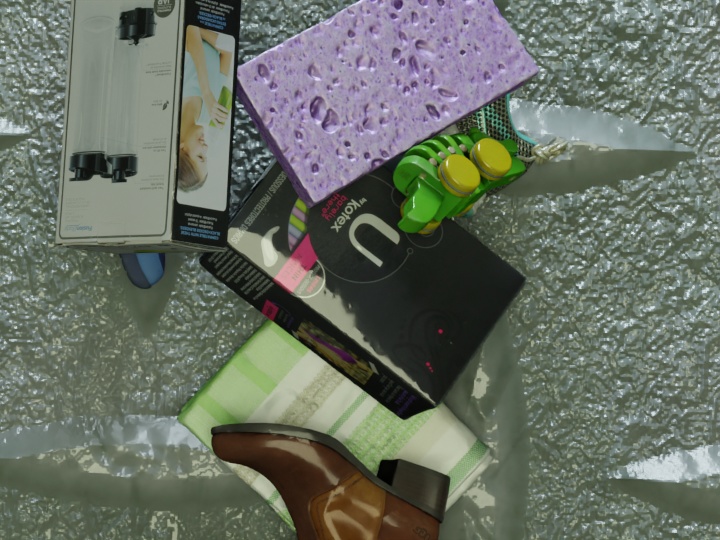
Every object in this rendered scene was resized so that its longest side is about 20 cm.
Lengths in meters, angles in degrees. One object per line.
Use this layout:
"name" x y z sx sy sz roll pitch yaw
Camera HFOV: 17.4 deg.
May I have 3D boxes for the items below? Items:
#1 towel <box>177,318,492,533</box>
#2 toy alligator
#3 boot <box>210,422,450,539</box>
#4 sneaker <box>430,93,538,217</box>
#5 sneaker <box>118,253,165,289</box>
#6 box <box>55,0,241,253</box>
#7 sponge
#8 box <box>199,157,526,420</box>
"towel" -0.019 0.125 1.782 0.200 0.031 0.149 43 87 -3
"toy alligator" 0.077 -0.078 1.688 0.054 0.200 0.059 52 132 8
"boot" -0.044 0.221 1.724 0.188 0.068 0.200 20 79 -16
"sneaker" 0.067 -0.144 1.758 0.091 0.078 0.200 -25 98 -19
"sneaker" -0.151 -0.087 1.736 0.082 0.074 0.201 -3 94 -6
"box" -0.148 -0.113 1.646 0.116 0.060 0.201 -2 82 39
"sponge" 0.018 -0.139 1.681 0.200 0.030 0.112 -31 88 -17
"box" 0.000 0.000 1.722 0.200 0.106 0.122 37 74 -5
